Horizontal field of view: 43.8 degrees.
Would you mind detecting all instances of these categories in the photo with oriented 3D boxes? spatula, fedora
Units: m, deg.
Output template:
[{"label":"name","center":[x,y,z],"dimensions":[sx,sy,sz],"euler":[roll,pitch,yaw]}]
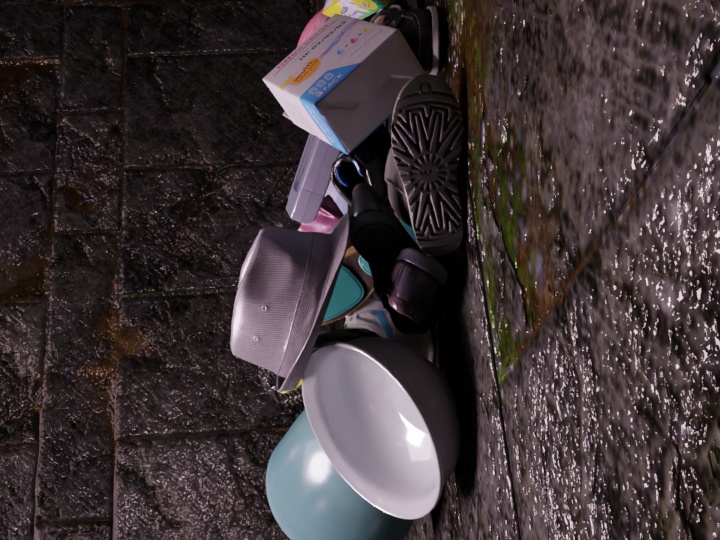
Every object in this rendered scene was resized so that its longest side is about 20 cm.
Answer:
[{"label":"spatula","center":[0.082,0.113,0.977],"dimensions":[0.057,0.020,0.201],"euler":[-106,17,-49]},{"label":"fedora","center":[-0.084,0.024,0.932],"dimensions":[0.177,0.089,0.201],"euler":[-89,18,-60]}]

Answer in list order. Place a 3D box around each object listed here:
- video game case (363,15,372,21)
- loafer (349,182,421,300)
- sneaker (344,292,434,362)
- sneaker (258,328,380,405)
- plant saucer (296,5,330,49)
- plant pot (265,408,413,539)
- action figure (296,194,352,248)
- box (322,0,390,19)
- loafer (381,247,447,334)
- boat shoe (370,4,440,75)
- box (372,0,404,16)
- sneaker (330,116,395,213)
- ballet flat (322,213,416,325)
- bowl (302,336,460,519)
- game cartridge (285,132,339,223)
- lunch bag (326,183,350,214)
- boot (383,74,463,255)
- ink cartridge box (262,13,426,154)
[{"label":"video game case","center":[0.008,-0.238,1.193],"dimensions":[0.183,0.023,0.202],"euler":[-101,9,-58]},{"label":"loafer","center":[0.036,-0.024,0.998],"dimensions":[0.200,0.071,0.063],"euler":[60,-164,-56]},{"label":"sneaker","center":[0.011,0.062,1.117],"dimensions":[0.200,0.080,0.077],"euler":[39,139,55]},{"label":"sneaker","center":[-0.041,0.097,1.057],"dimensions":[0.199,0.085,0.078],"euler":[-19,113,49]},{"label":"plant saucer","center":[-0.032,-0.293,1.279],"dimensions":[0.200,0.050,0.202],"euler":[-40,-40,-44]},{"label":"plant pot","center":[-0.001,0.229,1.088],"dimensions":[0.162,0.199,0.202],"euler":[115,156,-46]},{"label":"action figure","center":[-0.011,-0.010,1.225],"dimensions":[0.200,0.149,0.134],"euler":[46,-179,25]},{"label":"box","center":[0.013,-0.366,1.063],"dimensions":[0.200,0.048,0.118],"euler":[-150,78,-75]},{"label":"loafer","center":[0.047,0.035,0.929],"dimensions":[0.063,0.071,0.200],"euler":[-59,-9,-14]},{"label":"boat shoe","center":[0.046,-0.253,0.972],"dimensions":[0.200,0.060,0.075],"euler":[-106,17,-67]},{"label":"box","center":[0.037,-0.257,1.202],"dimensions":[0.201,0.039,0.138],"euler":[94,171,-53]},{"label":"sneaker","center":[-0.004,-0.158,1.043],"dimensions":[0.112,0.073,0.202],"euler":[-23,-89,-63]},{"label":"ballet flat","center":[0.000,0.000,1.097],"dimensions":[0.069,0.199,0.063],"euler":[54,-169,-6]},{"label":"bowl","center":[0.037,0.147,0.932],"dimensions":[0.200,0.090,0.203],"euler":[30,134,36]},{"label":"game cartridge","center":[-0.049,-0.163,1.174],"dimensions":[0.133,0.041,0.202],"euler":[-135,63,-73]},{"label":"lunch bag","center":[-0.016,-0.157,1.408],"dimensions":[0.201,0.126,0.171],"euler":[-84,-1,-48]},{"label":"boot","center":[0.060,-0.114,0.918],"dimensions":[0.200,0.072,0.184],"euler":[-88,-4,-73]},{"label":"ink cartridge box","center":[-0.028,-0.206,0.954],"dimensions":[0.068,0.115,0.200],"euler":[51,174,-31]}]
